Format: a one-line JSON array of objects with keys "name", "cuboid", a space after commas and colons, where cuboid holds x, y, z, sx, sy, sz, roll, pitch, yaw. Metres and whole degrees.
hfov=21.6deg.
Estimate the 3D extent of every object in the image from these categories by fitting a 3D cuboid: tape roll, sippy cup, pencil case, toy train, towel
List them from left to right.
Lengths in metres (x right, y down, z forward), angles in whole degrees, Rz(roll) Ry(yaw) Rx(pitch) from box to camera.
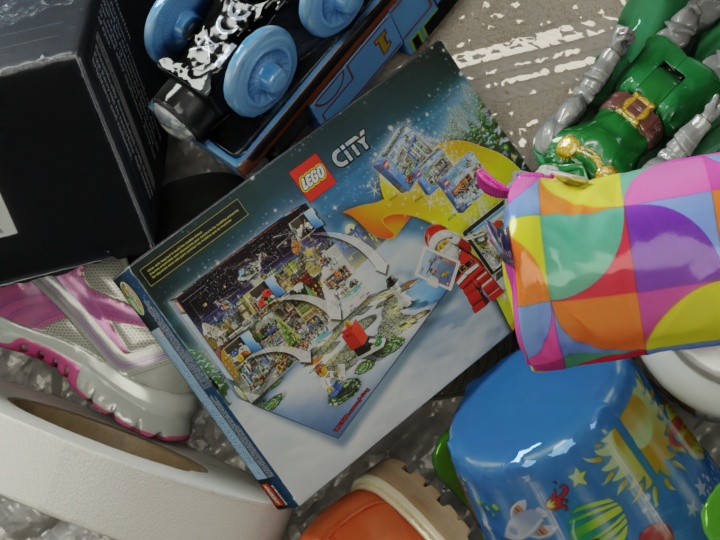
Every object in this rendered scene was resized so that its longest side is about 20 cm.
[{"name": "tape roll", "cuboid": [-0.131, 0.098, 0.945, 0.201, 0.203, 0.037, 21, 88, 11]}, {"name": "toy train", "cuboid": [-0.024, -0.132, 0.950, 0.086, 0.114, 0.200, 32, 78, 31]}, {"name": "towel", "cuboid": [0.065, -0.106, 1.004, 0.198, 0.034, 0.134, -12, 72, 6]}, {"name": "sippy cup", "cuboid": [0.110, 0.106, 0.911, 0.177, 0.140, 0.131, -20, 119, 24]}, {"name": "pencil case", "cuboid": [0.149, -0.012, 0.765, 0.198, 0.088, 0.089, -7, 83, 7]}]

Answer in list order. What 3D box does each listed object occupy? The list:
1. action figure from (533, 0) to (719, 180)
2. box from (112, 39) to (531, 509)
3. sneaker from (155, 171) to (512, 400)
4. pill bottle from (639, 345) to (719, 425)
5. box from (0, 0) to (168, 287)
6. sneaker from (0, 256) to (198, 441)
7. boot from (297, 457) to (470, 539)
[{"name": "action figure", "cuboid": [0.150, -0.088, 0.940, 0.118, 0.055, 0.200, 37, 68, 19]}, {"name": "box", "cuboid": [0.000, 0.000, 0.916, 0.200, 0.038, 0.137, -37, 94, -21]}, {"name": "sneaker", "cuboid": [-0.017, 0.000, 0.997, 0.199, 0.106, 0.075, 18, 112, -21]}, {"name": "pill bottle", "cuboid": [0.184, 0.015, 0.899, 0.113, 0.200, 0.115, -1, 83, 10]}, {"name": "box", "cuboid": [-0.206, -0.088, 0.966, 0.195, 0.201, 0.118, -13, 124, 7]}, {"name": "sneaker", "cuboid": [-0.160, 0.009, 1.024, 0.199, 0.081, 0.089, 31, 88, 3]}, {"name": "boot", "cuboid": [0.037, 0.191, 0.883, 0.107, 0.075, 0.200, -33, 63, -28]}]
